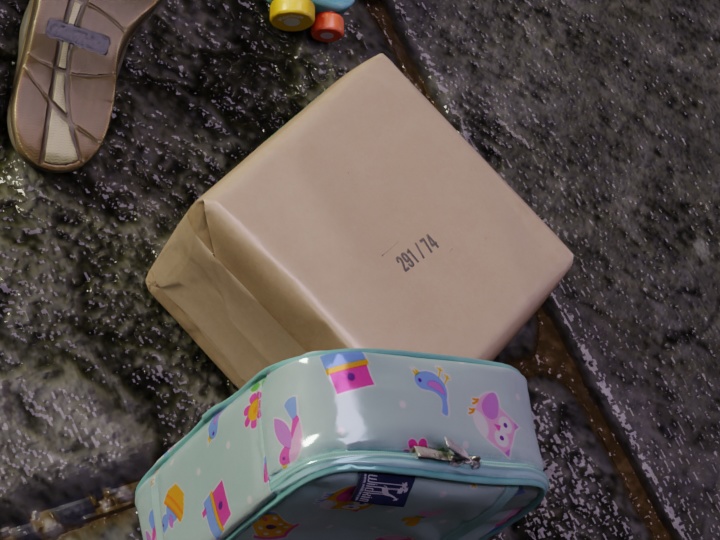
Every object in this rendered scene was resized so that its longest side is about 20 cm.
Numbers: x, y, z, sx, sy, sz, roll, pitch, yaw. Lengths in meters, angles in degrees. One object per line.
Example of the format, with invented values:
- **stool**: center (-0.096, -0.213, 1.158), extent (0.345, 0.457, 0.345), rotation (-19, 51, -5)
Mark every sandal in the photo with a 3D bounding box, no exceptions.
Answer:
- **sandal**: center (-0.170, -0.145, 1.442), extent (0.080, 0.054, 0.202), rotation (22, 65, -15)

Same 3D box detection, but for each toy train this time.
- **toy train**: center (-0.049, -0.253, 1.570), extent (0.200, 0.056, 0.150), rotation (49, 54, -8)

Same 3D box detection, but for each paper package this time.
- **paper package**: center (0.000, 0.000, 1.427), extent (0.191, 0.103, 0.200), rotation (47, 47, 0)

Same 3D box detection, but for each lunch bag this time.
- **lunch bag**: center (-0.006, 0.111, 1.171), extent (0.159, 0.200, 0.078), rotation (11, 57, -32)
